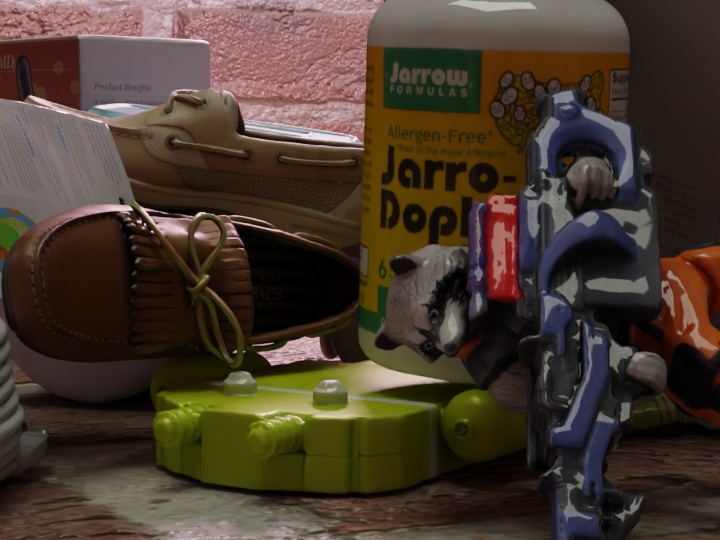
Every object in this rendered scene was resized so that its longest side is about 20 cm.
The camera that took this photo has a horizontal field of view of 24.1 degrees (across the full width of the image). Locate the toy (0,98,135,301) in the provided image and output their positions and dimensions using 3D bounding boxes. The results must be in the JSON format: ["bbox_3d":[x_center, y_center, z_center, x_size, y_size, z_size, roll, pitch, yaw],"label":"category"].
[{"bbox_3d":[-0.178,-0.026,0.742,0.047,0.115,0.200,-35,-26,27],"label":"toy"}]

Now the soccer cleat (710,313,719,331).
[{"bbox_3d":[0.176,0.014,0.983,0.085,0.069,0.200,18,-4,-7],"label":"soccer cleat"}]

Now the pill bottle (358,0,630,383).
[{"bbox_3d":[0.057,-0.059,0.720,0.113,0.200,0.113,2,8,0],"label":"pill bottle"}]

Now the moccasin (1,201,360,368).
[{"bbox_3d":[-0.071,0.009,0.740,0.078,0.074,0.201,-7,-11,37],"label":"moccasin"}]

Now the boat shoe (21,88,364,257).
[{"bbox_3d":[-0.081,-0.063,0.868,0.200,0.065,0.071,15,10,-6],"label":"boat shoe"}]

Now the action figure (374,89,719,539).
[{"bbox_3d":[0.097,0.043,0.624,0.193,0.200,0.105,17,-37,-5],"label":"action figure"}]

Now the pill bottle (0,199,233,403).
[{"bbox_3d":[-0.116,0.006,0.952,0.112,0.112,0.200,1,5,15],"label":"pill bottle"}]

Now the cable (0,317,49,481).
[{"bbox_3d":[-0.230,0.053,0.643,0.200,0.069,0.200,0,5,1],"label":"cable"}]

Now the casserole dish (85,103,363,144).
[{"bbox_3d":[-0.078,-0.067,0.968,0.200,0.039,0.121,9,9,5],"label":"casserole dish"}]

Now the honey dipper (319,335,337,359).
[{"bbox_3d":[0.075,0.043,0.993,0.200,0.038,0.038,5,6,19],"label":"honey dipper"}]

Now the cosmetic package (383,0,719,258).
[{"bbox_3d":[0.122,-0.130,0.826,0.199,0.200,0.123,25,45,29],"label":"cosmetic package"}]

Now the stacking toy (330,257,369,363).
[{"bbox_3d":[0.000,0.000,0.979,0.085,0.085,0.200,-1,17,-17],"label":"stacking toy"}]

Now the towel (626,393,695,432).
[{"bbox_3d":[0.200,0.061,0.854,0.200,0.023,0.144,-1,6,-8],"label":"towel"}]

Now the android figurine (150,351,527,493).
[{"bbox_3d":[-0.008,0.062,0.738,0.182,0.041,0.200,4,4,33],"label":"android figurine"}]

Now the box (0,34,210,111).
[{"bbox_3d":[-0.186,-0.053,1.123,0.106,0.200,0.152,-5,6,-43],"label":"box"}]
